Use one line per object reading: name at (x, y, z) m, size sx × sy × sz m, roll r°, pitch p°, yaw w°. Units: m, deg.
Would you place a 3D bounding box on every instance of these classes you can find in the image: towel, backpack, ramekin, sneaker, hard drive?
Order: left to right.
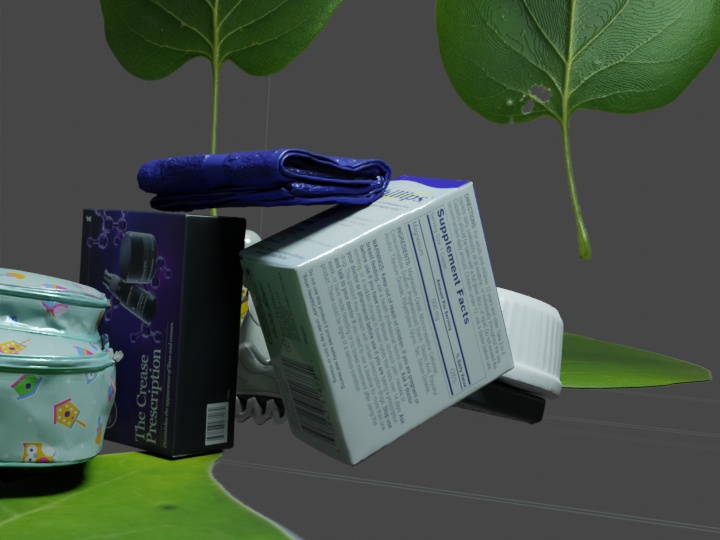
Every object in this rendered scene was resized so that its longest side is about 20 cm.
backpack at (-0.270, 0.077, 0.802) m, size 0.173 × 0.156 × 0.200 m, roll 9°, pitch 7°, yaw -14°
towel at (-0.088, -0.076, 0.956) m, size 0.198 × 0.050 × 0.147 m, roll 2°, pitch 0°, yaw 41°
sneaker at (-0.042, 0.117, 1.065) m, size 0.197 × 0.082 × 0.075 m, roll 6°, pitch 0°, yaw 2°
hard drive at (0.087, 0.125, 1.155) m, size 0.198 × 0.033 × 0.139 m, roll 21°, pitch -10°, yaw -40°
ramekin at (0.135, 0.074, 1.186) m, size 0.199 × 0.096 × 0.202 m, roll 14°, pitch -7°, yaw 2°

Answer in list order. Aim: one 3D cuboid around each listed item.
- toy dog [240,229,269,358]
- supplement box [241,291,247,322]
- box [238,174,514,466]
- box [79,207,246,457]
toy dog at (-0.130, 0.070, 1.138) m, size 0.096 × 0.202 × 0.131 m, roll -19°, pitch -8°, yaw -41°
supplement box at (-0.226, 0.080, 1.379) m, size 0.108 × 0.111 × 0.199 m, roll 5°, pitch 1°, yaw 31°
box at (0.018, 0.036, 0.948) m, size 0.198 × 0.186 × 0.104 m, roll -26°, pitch 21°, yaw -29°
box at (-0.180, 0.050, 0.939) m, size 0.140 × 0.203 × 0.078 m, roll 4°, pitch 2°, yaw 40°
